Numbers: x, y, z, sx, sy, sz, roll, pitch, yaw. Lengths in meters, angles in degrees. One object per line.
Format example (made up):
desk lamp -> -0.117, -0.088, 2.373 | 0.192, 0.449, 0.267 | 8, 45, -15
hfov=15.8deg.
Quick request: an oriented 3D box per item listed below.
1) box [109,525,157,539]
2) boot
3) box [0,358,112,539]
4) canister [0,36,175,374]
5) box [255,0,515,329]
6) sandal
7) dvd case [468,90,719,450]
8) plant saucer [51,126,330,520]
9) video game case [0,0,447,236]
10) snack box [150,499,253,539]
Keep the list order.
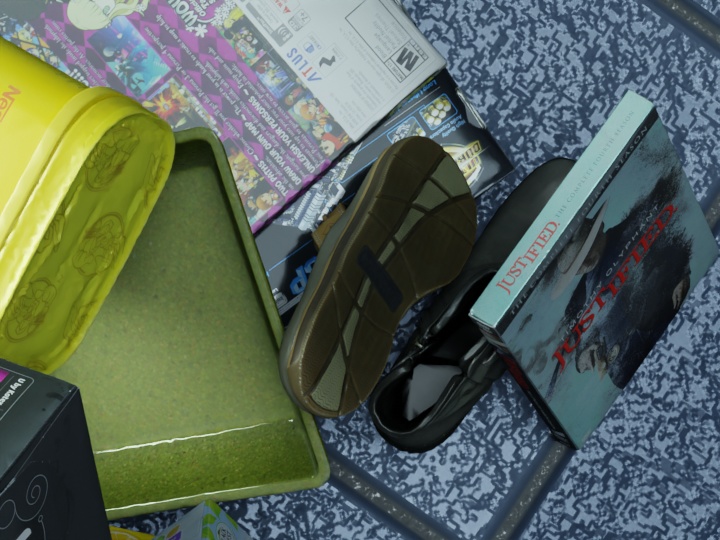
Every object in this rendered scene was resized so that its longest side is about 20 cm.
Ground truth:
box -> -0.166, 0.177, 1.398 | 0.199, 0.064, 0.070 | 12, 121, -7
boot -> 0.076, 0.017, 1.417 | 0.068, 0.131, 0.200 | 36, 82, 4
box -> -0.238, 0.115, 1.266 | 0.199, 0.149, 0.124 | 18, 48, 23
canister -> -0.212, -0.056, 1.310 | 0.199, 0.086, 0.149 | 30, 93, 24
box -> -0.038, -0.063, 1.454 | 0.200, 0.046, 0.159 | -36, 90, -9
sandal -> 0.000, 0.000, 1.371 | 0.081, 0.054, 0.200 | 58, 45, -27
dvd case -> 0.130, 0.005, 1.402 | 0.022, 0.200, 0.146 | 32, 80, 28
plant saucer -> -0.122, 0.028, 1.384 | 0.198, 0.048, 0.201 | -11, 106, 26
video game case -> -0.083, -0.128, 1.410 | 0.181, 0.036, 0.200 | -42, 93, -10
snack box -> -0.107, 0.228, 1.357 | 0.200, 0.053, 0.142 | -37, 111, 18
